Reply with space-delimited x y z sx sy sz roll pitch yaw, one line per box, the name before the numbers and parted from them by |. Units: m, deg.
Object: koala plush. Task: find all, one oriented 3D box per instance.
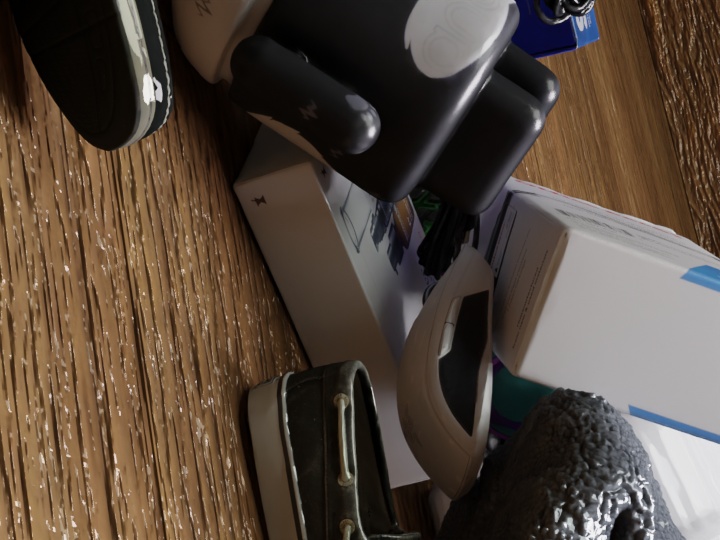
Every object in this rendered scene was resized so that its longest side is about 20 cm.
koala plush | 0.142 0.176 0.921 0.198 0.185 0.177 25 4 -11

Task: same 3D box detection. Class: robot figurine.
robot figurine | -0.001 -0.113 0.926 0.199 0.125 0.150 33 -9 -1

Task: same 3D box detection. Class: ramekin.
ramekin | 0.137 0.145 1.113 0.099 0.199 0.200 68 15 10

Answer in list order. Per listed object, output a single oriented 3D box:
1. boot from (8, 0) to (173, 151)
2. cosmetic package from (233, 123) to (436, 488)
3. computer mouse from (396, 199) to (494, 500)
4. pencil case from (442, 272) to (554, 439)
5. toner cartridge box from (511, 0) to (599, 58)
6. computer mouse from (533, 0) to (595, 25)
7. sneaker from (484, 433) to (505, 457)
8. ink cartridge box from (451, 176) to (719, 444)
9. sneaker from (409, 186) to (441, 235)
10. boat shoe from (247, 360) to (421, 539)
boot | -0.079 -0.159 0.781 0.153 0.073 0.206 -13 82 -42
cosmetic package | 0.000 0.000 1.046 0.151 0.051 0.202 -70 141 -59
computer mouse | 0.044 0.025 0.977 0.110 0.043 0.202 110 -12 -53
pencil case | 0.096 0.022 1.214 0.201 0.091 0.086 -100 -172 -54
toner cartridge box | 0.063 -0.213 1.010 0.043 0.094 0.202 -28 108 -62
computer mouse | 0.067 -0.231 0.936 0.199 0.141 0.046 30 -6 -15
sneaker | 0.121 0.123 1.298 0.201 0.066 0.091 -74 147 -57
ink cartridge box | 0.139 0.017 1.024 0.200 0.143 0.085 -123 -127 -76
sneaker | 0.060 -0.081 1.192 0.201 0.077 0.086 -57 157 -30
boat shoe | -0.001 0.144 0.873 0.071 0.063 0.202 3 72 -73
